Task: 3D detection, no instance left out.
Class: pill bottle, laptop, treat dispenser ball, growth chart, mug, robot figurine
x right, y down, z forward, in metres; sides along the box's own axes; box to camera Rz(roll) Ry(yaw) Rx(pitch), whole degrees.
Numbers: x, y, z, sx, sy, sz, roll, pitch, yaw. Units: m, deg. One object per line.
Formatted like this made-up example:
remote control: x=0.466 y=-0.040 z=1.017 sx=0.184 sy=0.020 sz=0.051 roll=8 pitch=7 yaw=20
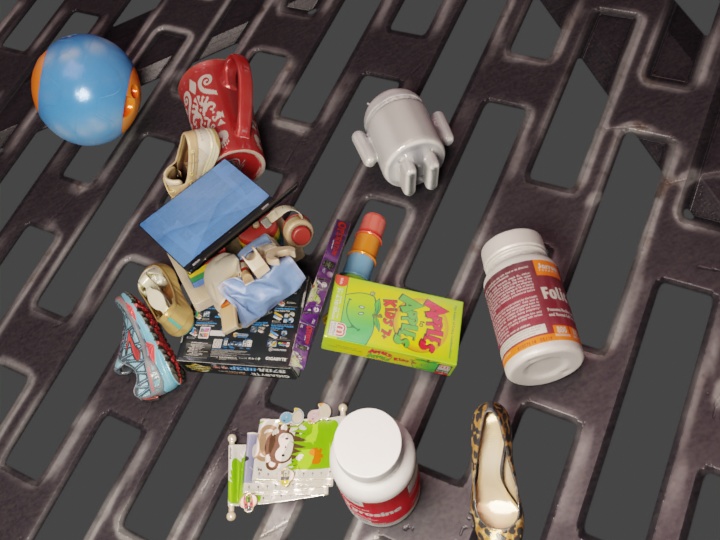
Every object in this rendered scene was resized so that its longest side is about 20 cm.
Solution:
pill bottle: x=0.019 y=0.254 z=1.061 sx=0.110 sy=0.201 sz=0.114 roll=-3 pitch=60 yaw=6
laptop: x=-0.220 y=-0.099 z=1.252 sx=0.187 sy=0.199 sz=0.117 roll=-42 pitch=98 yaw=-22
pill bottle: x=0.241 y=0.050 z=1.178 sx=0.112 sy=0.115 sz=0.203 roll=-14 pitch=59 yaw=6
treat dispenser ball: x=-0.513 y=-0.338 z=1.540 sx=0.196 sy=0.202 sz=0.204 roll=-6 pitch=59 yaw=10
growth chart: x=-0.105 y=0.272 z=1.196 sx=0.196 sy=0.018 sz=0.147 roll=-14 pitch=59 yaw=4
mug: x=-0.244 y=-0.268 z=1.454 sx=0.131 sy=0.179 sz=0.203 roll=-14 pitch=62 yaw=-9
robot figurine: x=0.071 y=-0.223 z=1.377 sx=0.166 sy=0.114 sz=0.203 roll=-12 pitch=57 yaw=-11

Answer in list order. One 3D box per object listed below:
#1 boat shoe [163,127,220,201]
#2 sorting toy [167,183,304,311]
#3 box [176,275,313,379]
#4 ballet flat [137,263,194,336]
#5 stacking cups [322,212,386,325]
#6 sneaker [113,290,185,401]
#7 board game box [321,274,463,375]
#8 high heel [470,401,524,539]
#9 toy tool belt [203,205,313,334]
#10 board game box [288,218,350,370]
boat shoe: x=-0.302 y=-0.159 z=1.396 sx=0.068 sy=0.202 sz=0.074 roll=-3 pitch=43 yaw=-38
sorting toy: x=-0.222 y=-0.061 z=1.349 sx=0.196 sy=0.070 sz=0.201 roll=-27 pitch=47 yaw=-12
box: x=-0.180 y=0.085 z=1.304 sx=0.196 sy=0.046 sz=0.162 roll=1 pitch=61 yaw=15
ballet flat: x=-0.326 y=0.032 z=1.332 sx=0.069 sy=0.063 sz=0.200 roll=-50 pitch=43 yaw=1
stacking cups: x=0.000 y=0.000 z=1.302 sx=0.059 sy=0.061 sz=0.203 roll=11 pitch=63 yaw=20
sneaker: x=-0.363 y=0.120 z=1.313 sx=0.095 sy=0.080 sz=0.201 roll=-34 pitch=58 yaw=-4
board game box: x=0.048 y=0.080 z=1.211 sx=0.196 sy=0.048 sz=0.103 roll=12 pitch=62 yaw=-2
high heel: x=0.170 y=0.276 z=1.049 sx=0.070 sy=0.143 sz=0.204 roll=-5 pitch=59 yaw=11
toy tool belt: x=-0.138 y=0.007 z=1.229 sx=0.199 sy=0.125 sz=0.123 roll=-39 pitch=33 yaw=-1
board game box: x=-0.060 y=0.035 z=1.237 sx=0.032 sy=0.121 sz=0.202 roll=20 pitch=52 yaw=-3
